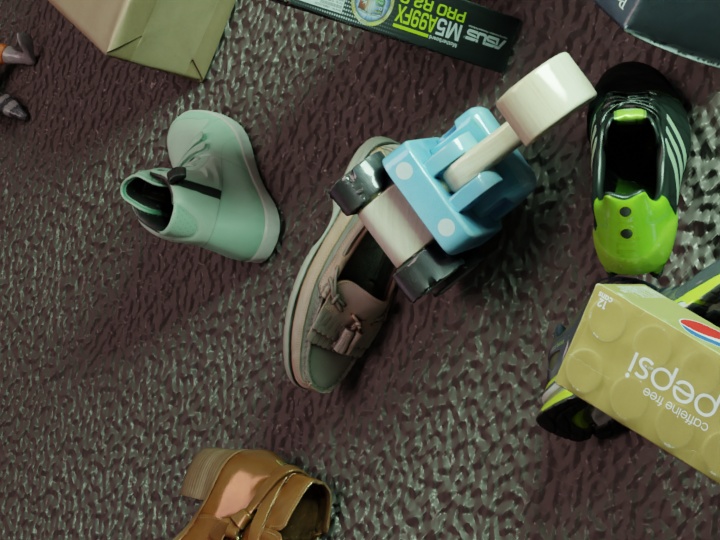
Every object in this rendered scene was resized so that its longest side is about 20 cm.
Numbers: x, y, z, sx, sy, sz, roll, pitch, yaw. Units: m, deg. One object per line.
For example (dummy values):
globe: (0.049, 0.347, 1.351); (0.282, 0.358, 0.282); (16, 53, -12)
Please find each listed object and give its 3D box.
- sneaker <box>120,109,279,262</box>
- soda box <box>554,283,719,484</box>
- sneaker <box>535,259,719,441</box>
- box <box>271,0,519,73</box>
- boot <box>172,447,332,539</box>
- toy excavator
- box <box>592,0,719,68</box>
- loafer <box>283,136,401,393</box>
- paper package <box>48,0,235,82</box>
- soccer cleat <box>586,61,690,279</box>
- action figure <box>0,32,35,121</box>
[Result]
sneaker: (-0.151, -0.086, 1.906); (0.074, 0.117, 0.201); (-62, 35, 22)
soda box: (0.213, 0.081, 1.297); (0.199, 0.064, 0.068); (32, 106, 31)
sneaker: (0.179, 0.032, 1.427); (0.200, 0.074, 0.082); (-35, 47, 42)
box: (-0.007, -0.201, 1.663); (0.160, 0.199, 0.045); (24, 98, 55)
boot: (-0.095, 0.238, 1.752); (0.154, 0.073, 0.202); (9, 88, 52)
toy excavator: (0.081, -0.075, 1.543); (0.200, 0.194, 0.100); (-39, 84, 15)
box: (0.216, -0.254, 1.443); (0.201, 0.104, 0.148); (-62, 37, 19)
loafer: (0.000, 0.000, 1.703); (0.063, 0.072, 0.202); (22, 94, 49)
paper package: (-0.189, -0.293, 2.051); (0.200, 0.103, 0.192); (43, 114, 53)
soccer cleat: (0.174, -0.080, 1.428); (0.201, 0.067, 0.081); (-82, -13, -49)
action figure: (-0.429, -0.168, 2.361); (0.201, 0.104, 0.193); (-58, 24, -18)
